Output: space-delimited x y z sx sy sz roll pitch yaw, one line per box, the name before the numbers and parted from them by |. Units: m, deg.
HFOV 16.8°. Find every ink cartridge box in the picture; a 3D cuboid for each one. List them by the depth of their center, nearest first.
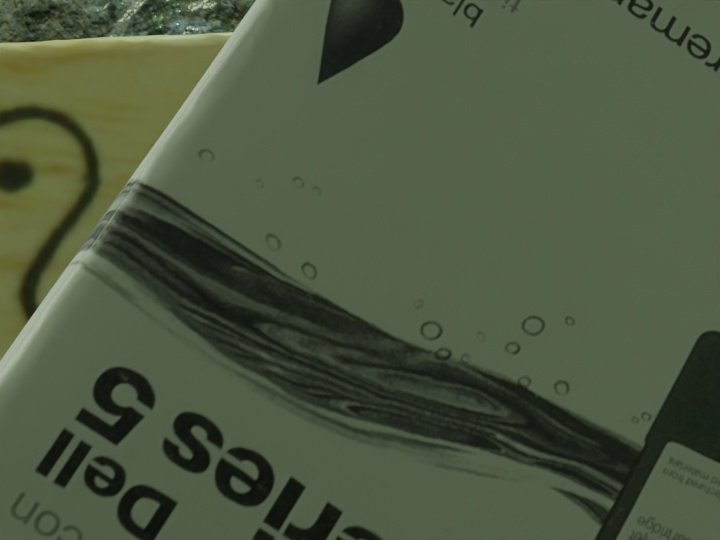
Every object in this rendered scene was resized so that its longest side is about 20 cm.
ink cartridge box | 0.017 0.036 0.385 0.200 0.145 0.084 -58 4 -29

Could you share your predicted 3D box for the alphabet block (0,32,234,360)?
alphabet block | -0.107 0.051 0.789 0.196 0.200 0.196 97 168 -66
